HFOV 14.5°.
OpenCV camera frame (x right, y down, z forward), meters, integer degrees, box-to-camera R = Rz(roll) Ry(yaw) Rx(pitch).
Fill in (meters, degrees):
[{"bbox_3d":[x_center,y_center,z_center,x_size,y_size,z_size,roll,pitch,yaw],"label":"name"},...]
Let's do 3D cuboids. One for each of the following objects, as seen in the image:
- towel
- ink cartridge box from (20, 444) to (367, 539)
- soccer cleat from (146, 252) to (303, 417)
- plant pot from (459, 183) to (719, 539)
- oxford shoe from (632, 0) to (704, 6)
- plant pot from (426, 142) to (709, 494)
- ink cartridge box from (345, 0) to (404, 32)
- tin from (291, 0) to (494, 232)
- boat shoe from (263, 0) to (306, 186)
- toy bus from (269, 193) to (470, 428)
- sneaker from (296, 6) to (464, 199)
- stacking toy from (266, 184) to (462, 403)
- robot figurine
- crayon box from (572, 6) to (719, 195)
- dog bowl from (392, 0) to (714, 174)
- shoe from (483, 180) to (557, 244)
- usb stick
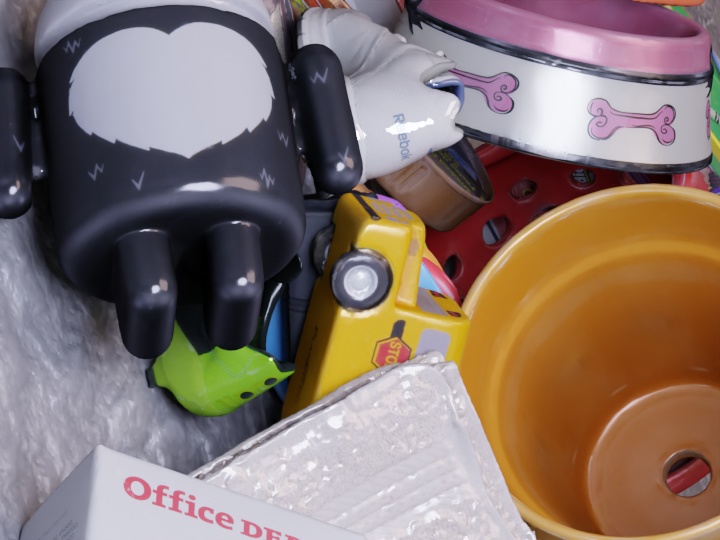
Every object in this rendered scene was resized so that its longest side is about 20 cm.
[{"bbox_3d":[-0.016,0.135,1.370,0.133,0.200,0.034,65,-19,-13],"label":"towel"},{"bbox_3d":[-0.078,0.193,1.230,0.145,0.083,0.200,21,47,-23],"label":"ink cartridge box"},{"bbox_3d":[-0.072,-0.022,1.458,0.067,0.081,0.201,30,46,-54],"label":"soccer cleat"},{"bbox_3d":[0.161,0.083,1.514,0.183,0.200,0.201,60,21,-61],"label":"plant pot"},{"bbox_3d":[0.116,-0.196,1.601,0.200,0.071,0.073,1,107,-37],"label":"oxford shoe"},{"bbox_3d":[0.137,0.030,1.709,0.183,0.200,0.201,58,27,-36],"label":"plant pot"},{"bbox_3d":[0.031,-0.183,1.798,0.117,0.067,0.200,64,26,-11],"label":"ink cartridge box"},{"bbox_3d":[0.000,-0.104,1.653,0.200,0.042,0.112,47,12,-13],"label":"tin"},{"bbox_3d":[-0.069,-0.129,1.563,0.065,0.072,0.201,21,55,-67],"label":"boat shoe"},{"bbox_3d":[0.001,0.067,1.433,0.065,0.078,0.201,-127,-130,-72],"label":"toy bus"},{"bbox_3d":[0.010,-0.091,1.497,0.200,0.087,0.075,-100,180,-66],"label":"sneaker"},{"bbox_3d":[0.000,0.000,1.592,0.116,0.110,0.200,58,13,-26],"label":"stacking toy"},{"bbox_3d":[-0.092,-0.062,1.366,0.150,0.125,0.201,17,54,-43],"label":"robot figurine"},{"bbox_3d":[0.158,-0.109,1.750,0.200,0.119,0.058,51,42,-22],"label":"crayon box"},{"bbox_3d":[0.109,-0.118,1.597,0.200,0.200,0.074,-20,125,-65],"label":"dog bowl"},{"bbox_3d":[0.149,0.004,1.869,0.200,0.091,0.072,56,29,-27],"label":"shoe"},{"bbox_3d":[-0.011,0.056,1.481,0.033,0.055,0.201,-113,-159,-74],"label":"usb stick"}]
